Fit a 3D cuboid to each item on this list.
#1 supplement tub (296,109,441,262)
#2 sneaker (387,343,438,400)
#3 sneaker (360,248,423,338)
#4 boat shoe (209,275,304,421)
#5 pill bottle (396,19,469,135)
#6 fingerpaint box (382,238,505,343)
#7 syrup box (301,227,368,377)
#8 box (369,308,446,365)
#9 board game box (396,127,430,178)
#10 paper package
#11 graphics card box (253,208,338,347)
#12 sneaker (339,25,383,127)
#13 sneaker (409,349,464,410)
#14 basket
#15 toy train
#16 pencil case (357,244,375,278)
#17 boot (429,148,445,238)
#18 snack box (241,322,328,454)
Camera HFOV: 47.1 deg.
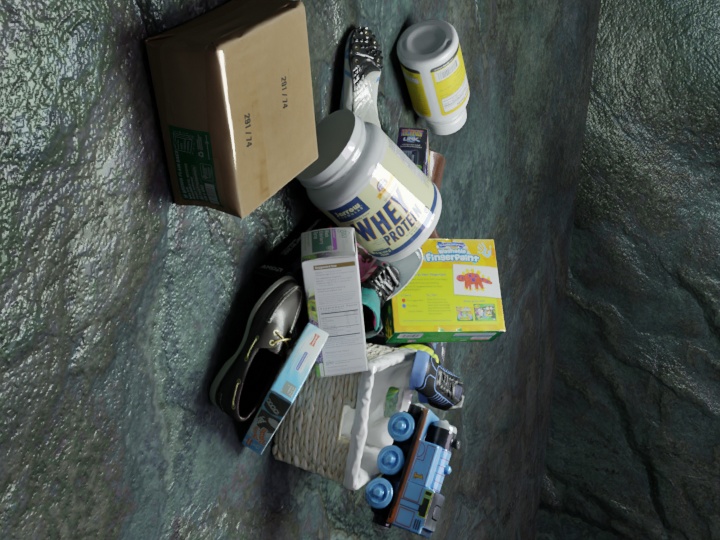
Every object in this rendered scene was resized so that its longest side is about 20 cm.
[{"bbox_3d":[0.010,-0.123,1.211,0.199,0.144,0.147,40,62,-33],"label":"supplement tub"},{"bbox_3d":[0.049,0.195,1.509,0.075,0.198,0.084,61,6,7],"label":"sneaker"},{"bbox_3d":[0.022,0.036,1.289,0.084,0.199,0.121,49,4,-17],"label":"sneaker"},{"bbox_3d":[-0.127,0.106,1.117,0.072,0.060,0.203,33,85,-50],"label":"boat shoe"},{"bbox_3d":[0.138,-0.342,1.495,0.113,0.110,0.201,-65,153,-25],"label":"pill bottle"},{"bbox_3d":[0.136,0.035,1.422,0.073,0.196,0.170,123,-35,-67],"label":"fingerpaint box"},{"bbox_3d":[-0.037,0.046,1.177,0.079,0.080,0.203,-98,-178,-57],"label":"syrup box"},{"bbox_3d":[0.087,0.096,1.552,0.200,0.120,0.108,55,42,-59],"label":"box"},{"bbox_3d":[0.091,-0.128,1.475,0.201,0.056,0.168,76,19,-63],"label":"board game box"},{"bbox_3d":[-0.142,-0.194,0.961,0.191,0.102,0.203,-46,141,-47],"label":"paper package"},{"bbox_3d":[-0.082,0.005,1.243,0.200,0.050,0.127,-48,142,-47],"label":"graphics card box"},{"bbox_3d":[-0.006,-0.276,1.286,0.071,0.072,0.204,1,89,-37],"label":"sneaker"},{"bbox_3d":[0.131,0.186,1.382,0.200,0.077,0.071,60,44,-66],"label":"sneaker"},{"bbox_3d":[-0.020,0.218,1.341,0.199,0.158,0.202,-4,104,-64],"label":"basket"},{"bbox_3d":[0.084,0.311,1.287,0.203,0.113,0.087,-69,156,-16],"label":"toy train"},{"bbox_3d":[0.000,0.000,1.386,0.085,0.083,0.204,1,103,-25],"label":"pencil case"},{"bbox_3d":[0.149,-0.141,1.679,0.186,0.063,0.204,16,82,-67],"label":"boot"},{"bbox_3d":[-0.108,0.170,1.160,0.117,0.037,0.201,-61,-179,-36],"label":"snack box"}]
